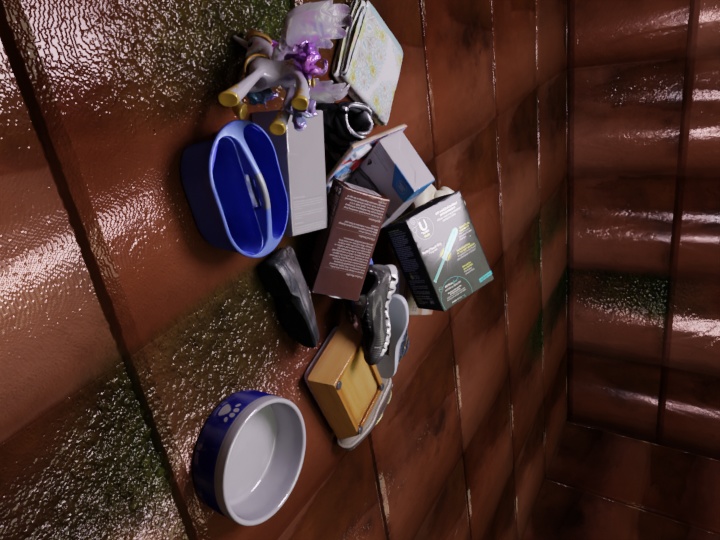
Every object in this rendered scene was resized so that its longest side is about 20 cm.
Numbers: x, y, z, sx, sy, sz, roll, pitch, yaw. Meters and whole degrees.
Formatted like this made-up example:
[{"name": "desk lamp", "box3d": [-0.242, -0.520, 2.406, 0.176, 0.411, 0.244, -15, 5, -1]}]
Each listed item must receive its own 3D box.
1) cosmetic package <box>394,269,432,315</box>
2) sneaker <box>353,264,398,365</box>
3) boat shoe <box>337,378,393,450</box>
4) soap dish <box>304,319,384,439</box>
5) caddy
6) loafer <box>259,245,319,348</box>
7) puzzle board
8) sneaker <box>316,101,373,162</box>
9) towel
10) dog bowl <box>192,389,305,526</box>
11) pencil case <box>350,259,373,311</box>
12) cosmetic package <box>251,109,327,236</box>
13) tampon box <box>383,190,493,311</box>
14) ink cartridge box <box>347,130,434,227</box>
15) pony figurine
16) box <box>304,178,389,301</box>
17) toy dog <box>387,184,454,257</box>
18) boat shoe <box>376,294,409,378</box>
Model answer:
[{"name": "cosmetic package", "box3d": [0.101, 0.051, 1.289, 0.198, 0.085, 0.107, 4, 93, -57]}, {"name": "sneaker", "box3d": [0.018, 0.081, 1.067, 0.089, 0.066, 0.207, 15, 81, -36]}, {"name": "boat shoe", "box3d": [0.015, 0.325, 1.221, 0.202, 0.070, 0.061, -56, 145, -34]}, {"name": "soap dish", "box3d": [-0.027, 0.234, 1.130, 0.159, 0.079, 0.204, -55, 138, -36]}, {"name": "caddy", "box3d": [-0.178, -0.120, 0.811, 0.141, 0.102, 0.205, -44, 130, -45]}, {"name": "loafer", "box3d": [-0.112, 0.051, 0.978, 0.073, 0.071, 0.205, -53, 138, -43]}, {"name": "puzzle board", "box3d": [0.001, -0.212, 1.055, 0.018, 0.150, 0.199, 50, 41, 4]}, {"name": "sneaker", "box3d": [-0.014, -0.259, 1.033, 0.198, 0.111, 0.078, 27, 72, -54]}, {"name": "towel", "box3d": [0.020, -0.429, 1.122, 0.199, 0.047, 0.177, 28, 75, -55]}, {"name": "dog bowl", "box3d": [-0.181, 0.309, 0.906, 0.198, 0.077, 0.208, -15, 107, -56]}, {"name": "pencil case", "box3d": [0.000, 0.000, 1.129, 0.076, 0.087, 0.205, -20, 119, -8]}, {"name": "cosmetic package", "box3d": [-0.118, -0.168, 0.919, 0.106, 0.088, 0.208, -17, 107, -54]}, {"name": "tampon box", "box3d": [0.166, -0.040, 1.157, 0.147, 0.126, 0.205, -27, 98, -19]}, {"name": "ink cartridge box", "box3d": [0.044, -0.161, 1.060, 0.066, 0.200, 0.117, -33, 84, -35]}, {"name": "pony figurine", "box3d": [-0.106, -0.292, 0.790, 0.169, 0.186, 0.205, 95, -3, -51]}, {"name": "box", "box3d": [-0.027, -0.055, 1.004, 0.097, 0.075, 0.206, 12, 105, -24]}, {"name": "toy dog", "box3d": [0.144, -0.109, 1.289, 0.193, 0.137, 0.205, 42, 60, -36]}, {"name": "boat shoe", "box3d": [0.073, 0.128, 1.174, 0.091, 0.069, 0.206, -45, 148, -56]}]
